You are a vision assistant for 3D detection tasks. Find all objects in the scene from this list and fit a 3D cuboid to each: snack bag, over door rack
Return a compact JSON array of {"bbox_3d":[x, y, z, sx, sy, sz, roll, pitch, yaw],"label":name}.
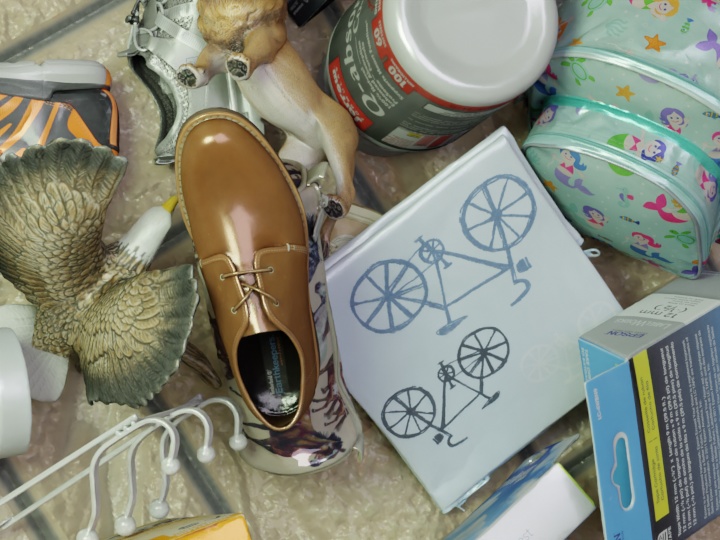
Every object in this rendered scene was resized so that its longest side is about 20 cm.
[{"bbox_3d":[0.075,0.035,1.670,0.188,0.021,0.200,-38,112,-2],"label":"snack bag"},{"bbox_3d":[-0.175,0.137,1.528,0.200,0.148,0.067,-21,87,13],"label":"over door rack"}]

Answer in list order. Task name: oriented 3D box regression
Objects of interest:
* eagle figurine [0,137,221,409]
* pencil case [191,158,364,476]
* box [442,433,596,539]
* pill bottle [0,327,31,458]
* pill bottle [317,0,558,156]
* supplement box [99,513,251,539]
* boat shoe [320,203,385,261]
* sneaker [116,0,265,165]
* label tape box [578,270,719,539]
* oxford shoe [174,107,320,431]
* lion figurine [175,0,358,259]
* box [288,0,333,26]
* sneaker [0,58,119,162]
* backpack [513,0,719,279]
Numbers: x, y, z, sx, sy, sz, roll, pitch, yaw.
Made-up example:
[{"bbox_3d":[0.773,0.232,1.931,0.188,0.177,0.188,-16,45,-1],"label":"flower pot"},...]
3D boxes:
[{"bbox_3d":[-0.161,0.007,1.561,0.151,0.200,0.151,7,85,4],"label":"eagle figurine"},{"bbox_3d":[-0.050,0.030,1.585,0.089,0.078,0.200,-3,112,19],"label":"pencil case"},{"bbox_3d":[0.069,0.194,1.638,0.200,0.122,0.048,-41,90,-19],"label":"box"},{"bbox_3d":[-0.307,0.085,1.541,0.200,0.112,0.112,-6,81,-21],"label":"pill bottle"},{"bbox_3d":[0.043,-0.141,1.654,0.116,0.200,0.116,3,78,-16],"label":"pill bottle"},{"bbox_3d":[-0.141,0.199,1.535,0.126,0.200,0.074,-17,89,-19],"label":"supplement box"},{"bbox_3d":[0.000,0.000,1.682,0.200,0.074,0.066,15,70,-13],"label":"boat shoe"},{"bbox_3d":[-0.124,-0.164,1.677,0.082,0.075,0.200,-14,84,-20],"label":"sneaker"},{"bbox_3d":[0.194,0.099,1.660,0.200,0.066,0.144,-26,113,-41],"label":"label tape box"},{"bbox_3d":[-0.061,0.001,1.496,0.071,0.071,0.200,-15,109,4],"label":"oxford shoe"},{"bbox_3d":[-0.049,-0.117,1.631,0.200,0.072,0.123,64,29,-20],"label":"lion figurine"},{"bbox_3d":[-0.016,-0.304,1.720,0.200,0.104,0.182,-41,93,-19],"label":"box"},{"bbox_3d":[-0.248,-0.074,1.623,0.200,0.078,0.112,-5,80,-17],"label":"sneaker"},{"bbox_3d":[0.191,-0.101,1.671,0.177,0.200,0.151,24,63,13],"label":"backpack"}]
